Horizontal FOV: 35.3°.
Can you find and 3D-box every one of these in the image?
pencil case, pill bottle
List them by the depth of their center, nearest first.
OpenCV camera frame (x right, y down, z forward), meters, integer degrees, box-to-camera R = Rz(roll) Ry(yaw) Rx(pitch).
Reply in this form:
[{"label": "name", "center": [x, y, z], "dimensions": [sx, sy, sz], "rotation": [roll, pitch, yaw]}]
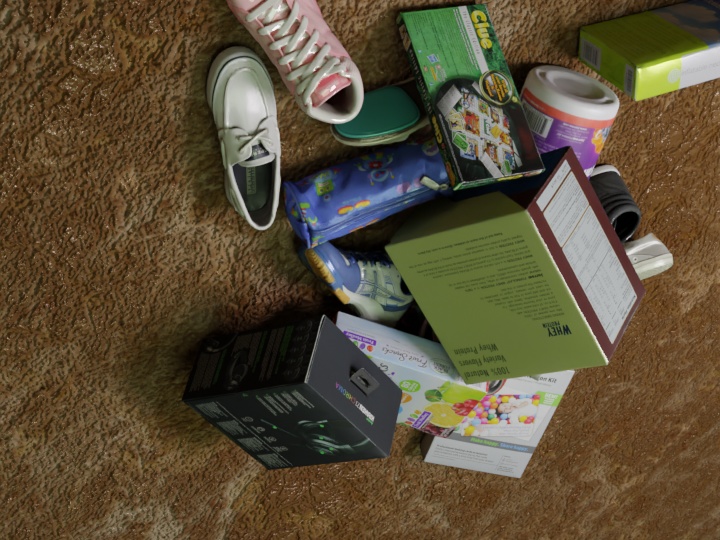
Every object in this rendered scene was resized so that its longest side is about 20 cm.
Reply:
[{"label": "pencil case", "center": [0.014, -0.089, 1.253], "dimensions": [0.199, 0.087, 0.078], "rotation": [-19, 125, -4]}, {"label": "pill bottle", "center": [0.216, -0.128, 1.328], "dimensions": [0.111, 0.112, 0.201], "rotation": [0, 125, -28]}]

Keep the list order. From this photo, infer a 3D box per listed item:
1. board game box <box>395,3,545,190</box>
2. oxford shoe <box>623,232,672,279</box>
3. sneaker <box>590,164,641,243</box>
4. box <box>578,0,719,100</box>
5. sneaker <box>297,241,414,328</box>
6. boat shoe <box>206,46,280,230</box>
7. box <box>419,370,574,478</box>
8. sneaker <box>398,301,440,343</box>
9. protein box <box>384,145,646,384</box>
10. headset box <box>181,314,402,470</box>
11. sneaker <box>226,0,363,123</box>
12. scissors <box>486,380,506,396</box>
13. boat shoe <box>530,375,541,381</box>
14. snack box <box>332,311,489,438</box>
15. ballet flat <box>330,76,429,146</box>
[{"label": "board game box", "center": [0.114, -0.185, 1.184], "dimensions": [0.104, 0.201, 0.023], "rotation": [-11, 164, -19]}, {"label": "oxford shoe", "center": [0.318, -0.002, 1.524], "dimensions": [0.199, 0.058, 0.075], "rotation": [-18, 165, 2]}, {"label": "sneaker", "center": [0.261, -0.052, 1.420], "dimensions": [0.199, 0.099, 0.071], "rotation": [-29, 135, -3]}, {"label": "box", "center": [0.366, -0.260, 1.298], "dimensions": [0.199, 0.122, 0.048], "rotation": [-17, 127, -16]}, {"label": "sneaker", "center": [0.000, 0.000, 1.348], "dimensions": [0.088, 0.075, 0.200], "rotation": [-45, 142, 0]}, {"label": "boat shoe", "center": [-0.116, -0.132, 1.177], "dimensions": [0.072, 0.066, 0.201], "rotation": [-12, 130, -20]}, {"label": "box", "center": [0.190, 0.195, 1.589], "dimensions": [0.155, 0.041, 0.201], "rotation": [13, 118, -16]}, {"label": "sneaker", "center": [0.087, 0.086, 1.449], "dimensions": [0.080, 0.086, 0.200], "rotation": [-51, 171, -37]}, {"label": "protein box", "center": [0.175, -0.001, 1.268], "dimensions": [0.200, 0.198, 0.135], "rotation": [58, 45, -19]}, {"label": "headset box", "center": [-0.071, 0.146, 1.322], "dimensions": [0.199, 0.093, 0.174], "rotation": [-13, 137, 35]}, {"label": "sneaker", "center": [-0.058, -0.224, 1.111], "dimensions": [0.075, 0.105, 0.200], "rotation": [-35, 133, 4]}, {"label": "scissors", "center": [0.221, 0.110, 1.493], "dimensions": [0.199, 0.014, 0.073], "rotation": [-28, 121, 21]}, {"label": "boat shoe", "center": [0.236, 0.040, 1.438], "dimensions": [0.073, 0.062, 0.201], "rotation": [84, 28, -67]}, {"label": "snack box", "center": [0.042, 0.131, 1.389], "dimensions": [0.199, 0.053, 0.142], "rotation": [19, 144, -8]}, {"label": "ballet flat", "center": [0.060, -0.178, 1.243], "dimensions": [0.199, 0.070, 0.070], "rotation": [-26, 133, -9]}]
